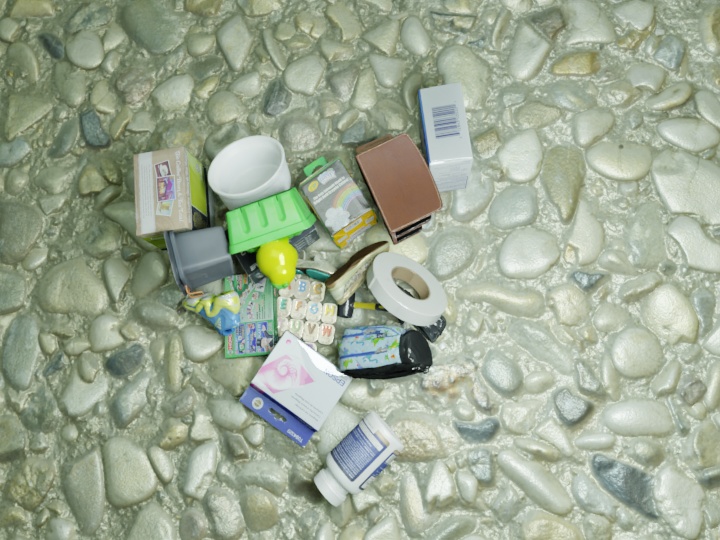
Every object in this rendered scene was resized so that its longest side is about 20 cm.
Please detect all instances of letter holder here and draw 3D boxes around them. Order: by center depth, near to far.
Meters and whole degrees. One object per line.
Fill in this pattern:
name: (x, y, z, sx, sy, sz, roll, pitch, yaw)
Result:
letter holder: (0.094, -0.188, 1.427, 0.140, 0.101, 0.203, -25, 76, 2)

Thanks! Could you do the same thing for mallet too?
mallet: (0.031, 0.074, 1.471, 0.196, 0.041, 0.068, -6, 78, 30)

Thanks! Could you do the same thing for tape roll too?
tape roll: (0.106, 0.040, 1.427, 0.202, 0.202, 0.037, 42, 123, 12)

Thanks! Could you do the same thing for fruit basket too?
fruit basket: (-0.195, -0.065, 1.433, 0.210, 0.156, 0.221, 0, 102, 2)

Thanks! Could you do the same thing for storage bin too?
storage bin: (-0.369, -0.021, 1.471, 0.131, 0.200, 0.149, -15, 78, -11)

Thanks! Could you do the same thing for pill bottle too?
pill bottle: (-0.007, 0.424, 1.401, 0.200, 0.111, 0.111, -44, 77, -3)

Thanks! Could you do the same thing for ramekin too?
ramekin: (-0.266, -0.227, 1.543, 0.196, 0.098, 0.204, -8, 52, 10)

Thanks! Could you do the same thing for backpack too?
backpack: (0.044, 0.187, 1.427, 0.197, 0.163, 0.157, -24, 73, 20)

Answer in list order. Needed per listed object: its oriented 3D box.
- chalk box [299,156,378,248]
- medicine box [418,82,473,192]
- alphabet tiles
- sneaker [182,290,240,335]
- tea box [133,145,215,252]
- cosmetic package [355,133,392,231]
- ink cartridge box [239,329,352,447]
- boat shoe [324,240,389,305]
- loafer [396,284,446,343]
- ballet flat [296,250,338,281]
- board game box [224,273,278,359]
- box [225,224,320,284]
chalk box: (-0.063, -0.180, 1.526, 0.123, 0.124, 0.202, -33, 75, 1)
medicine box: (0.197, -0.305, 1.477, 0.100, 0.200, 0.187, -8, 77, 3)
alphabet tiles: (-0.154, 0.119, 1.532, 0.195, 0.015, 0.200, 8, 79, 9)
sneaker: (-0.358, 0.108, 1.507, 0.197, 0.075, 0.107, -5, 101, 45)
tea box: (-0.450, -0.166, 1.534, 0.130, 0.197, 0.205, -8, 77, 5)
cosmetic package: (0.068, -0.213, 1.533, 0.102, 0.087, 0.204, -22, 77, 2)
ink cartridge box: (-0.151, 0.277, 1.462, 0.195, 0.043, 0.202, 35, 83, -3)
boat shoe: (0.000, 0.000, 1.496, 0.199, 0.073, 0.063, -39, 109, -23)
loafer: (0.108, 0.093, 1.475, 0.199, 0.068, 0.071, 34, 76, 9)
ballet flat: (-0.129, -0.017, 1.531, 0.195, 0.068, 0.064, 11, 73, 9)
board game box: (-0.268, 0.108, 1.530, 0.132, 0.029, 0.205, -6, 78, 17)
box: (-0.219, -0.086, 1.536, 0.198, 0.044, 0.161, -35, 58, -5)
